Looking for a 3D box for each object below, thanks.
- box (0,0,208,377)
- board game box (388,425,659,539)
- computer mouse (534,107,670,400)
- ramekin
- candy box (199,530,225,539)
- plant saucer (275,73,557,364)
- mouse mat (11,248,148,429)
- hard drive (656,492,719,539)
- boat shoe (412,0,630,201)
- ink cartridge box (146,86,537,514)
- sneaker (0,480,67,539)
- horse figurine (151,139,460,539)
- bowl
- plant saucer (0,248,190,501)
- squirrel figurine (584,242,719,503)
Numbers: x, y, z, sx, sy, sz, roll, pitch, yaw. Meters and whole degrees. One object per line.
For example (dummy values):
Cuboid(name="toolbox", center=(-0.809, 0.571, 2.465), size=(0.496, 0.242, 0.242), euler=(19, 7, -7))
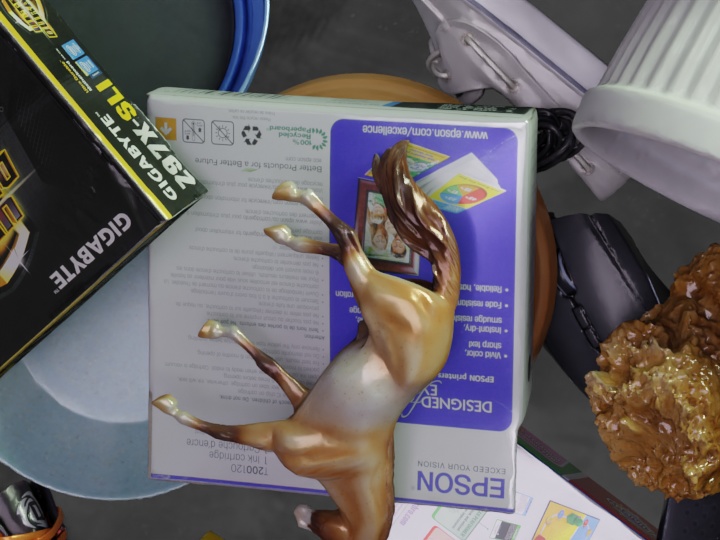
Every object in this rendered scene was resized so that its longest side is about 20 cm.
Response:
Cuboid(name="box", center=(-0.196, -0.039, 1.185), size=(0.200, 0.049, 0.160), euler=(-38, 91, 33))
Cuboid(name="board game box", center=(0.086, 0.180, 1.275), size=(0.200, 0.040, 0.153), euler=(38, 100, 4))
Cuboid(name="computer mouse", center=(0.094, 0.023, 1.238), size=(0.140, 0.046, 0.200), euler=(-23, 108, 29))
Cuboid(name="ramekin", center=(0.212, -0.074, 1.132), size=(0.200, 0.200, 0.105), euler=(25, 87, 6))
Cuboid(name="candy box", center=(-0.014, 0.227, 1.274), size=(0.200, 0.026, 0.102), euler=(30, 128, 11))
Cuboid(name="plant saucer", center=(0.000, 0.000, 1.214), size=(0.200, 0.037, 0.200), euler=(4, 103, 15))
Cuboid(name="mouse mat", center=(-0.135, -0.016, 1.310), size=(0.200, 0.008, 0.161), euler=(-30, 90, 12))
Cuboid(name="hard drive", center=(0.210, 0.175, 1.215), size=(0.135, 0.042, 0.200), euler=(10, 80, -10))
Cuboid(name="boat shoe", center=(0.068, -0.114, 1.237), size=(0.200, 0.072, 0.066), euler=(38, 96, -4))
Cuboid(name="ink cartridge box", center=(-0.011, 0.013, 1.177), size=(0.198, 0.043, 0.200), euler=(5, 102, 15))
Cuboid(name="sneaker", center=(-0.158, 0.165, 1.270), size=(0.200, 0.078, 0.112), euler=(-18, 90, 38))
Cuboid(name="horse figurine", center=(-0.009, 0.039, 1.134), size=(0.132, 0.050, 0.200), euler=(34, 110, 7))
Cuboid(name="bowl", center=(-0.149, -0.137, 1.249), size=(0.200, 0.039, 0.201), euler=(1, 78, -6))
Cuboid(name="plant saucer", center=(-0.135, 0.024, 1.291), size=(0.201, 0.039, 0.201), euler=(1, 97, 9))
Cuboid(name="squirrel figurine", center=(0.204, 0.089, 1.153), size=(0.200, 0.142, 0.187), euler=(27, 81, 10))
